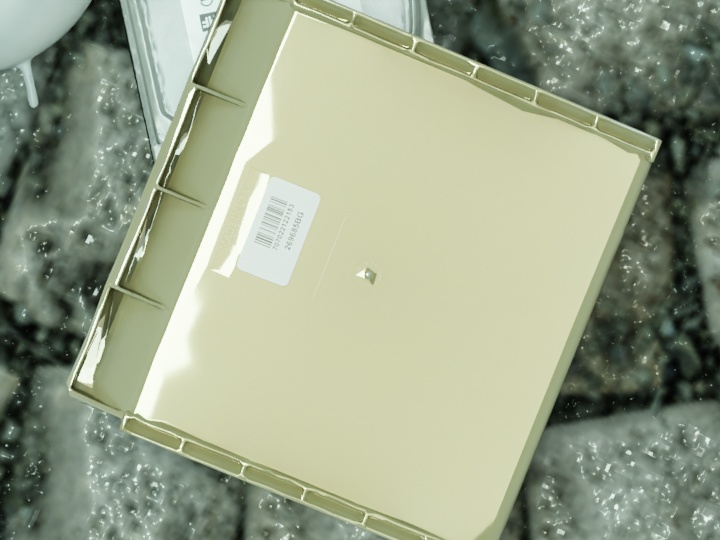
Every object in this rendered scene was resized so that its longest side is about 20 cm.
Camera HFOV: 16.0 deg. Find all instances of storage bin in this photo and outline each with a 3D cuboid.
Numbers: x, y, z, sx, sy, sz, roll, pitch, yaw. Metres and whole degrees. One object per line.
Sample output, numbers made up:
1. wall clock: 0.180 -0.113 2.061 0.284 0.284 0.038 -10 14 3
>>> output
1. storage bin: 0.000 0.000 1.096 0.197 0.094 0.201 22 92 -5

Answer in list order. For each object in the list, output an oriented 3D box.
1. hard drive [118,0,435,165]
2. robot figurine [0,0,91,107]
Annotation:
1. hard drive: -0.032 -0.083 1.157 0.139 0.038 0.201 -12 92 -4
2. robot figurine: -0.188 -0.166 1.105 0.200 0.113 0.170 45 111 -3
